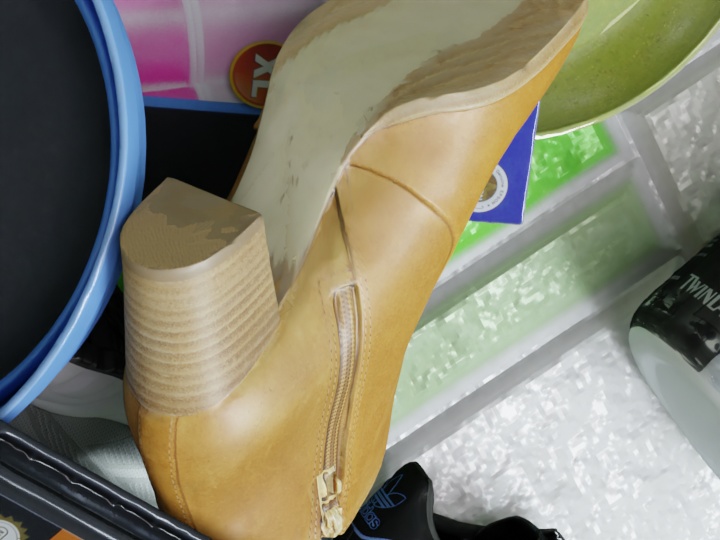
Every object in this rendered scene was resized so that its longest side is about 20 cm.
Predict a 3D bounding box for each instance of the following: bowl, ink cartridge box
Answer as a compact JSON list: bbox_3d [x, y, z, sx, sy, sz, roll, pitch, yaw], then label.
[{"bbox_3d":[-0.156,-0.036,0.755,0.199,0.039,0.202,0,88,15],"label":"bowl"},{"bbox_3d":[-0.034,-0.059,0.831,0.198,0.037,0.095,2,113,-12],"label":"ink cartridge box"}]

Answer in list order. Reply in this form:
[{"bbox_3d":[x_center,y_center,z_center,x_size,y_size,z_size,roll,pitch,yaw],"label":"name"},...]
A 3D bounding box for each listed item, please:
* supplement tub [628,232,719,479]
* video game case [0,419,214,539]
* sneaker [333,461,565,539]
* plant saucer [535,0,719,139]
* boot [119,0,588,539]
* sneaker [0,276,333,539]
[{"bbox_3d":[0.205,0.001,0.916,0.200,0.122,0.123,-40,115,-6],"label":"supplement tub"},{"bbox_3d":[-0.133,0.121,0.770,0.180,0.026,0.200,33,126,-27],"label":"video game case"},{"bbox_3d":[0.073,0.142,0.934,0.199,0.070,0.078,29,98,-25],"label":"sneaker"},{"bbox_3d":[0.051,-0.145,0.867,0.198,0.031,0.202,-6,107,-20],"label":"plant saucer"},{"bbox_3d":[0.000,0.001,0.795,0.201,0.071,0.145,-40,142,-31],"label":"boot"},{"bbox_3d":[-0.083,0.051,0.849,0.079,0.074,0.200,-37,130,22],"label":"sneaker"}]
